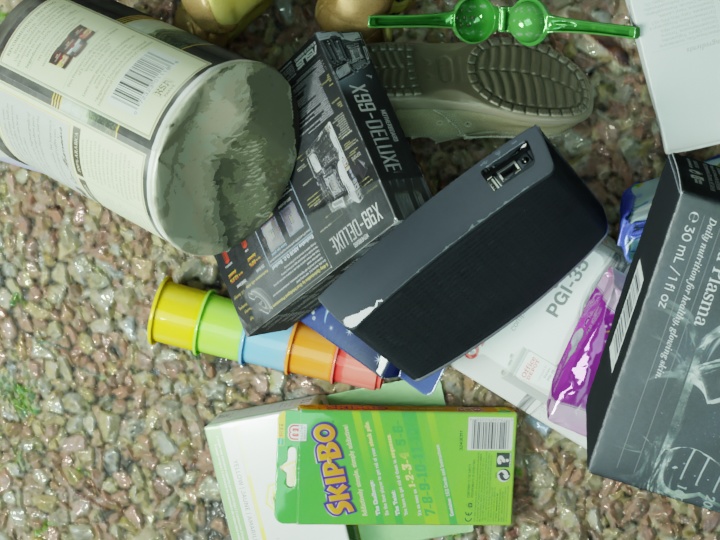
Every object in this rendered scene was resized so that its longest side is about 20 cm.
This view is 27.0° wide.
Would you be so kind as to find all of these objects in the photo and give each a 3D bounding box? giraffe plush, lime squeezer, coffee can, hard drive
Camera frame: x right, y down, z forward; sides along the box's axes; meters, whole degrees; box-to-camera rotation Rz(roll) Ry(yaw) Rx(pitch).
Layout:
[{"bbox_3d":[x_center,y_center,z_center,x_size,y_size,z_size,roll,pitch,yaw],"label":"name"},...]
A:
[{"bbox_3d":[-0.030,-0.236,1.156,0.161,0.173,0.201,29,69,-7],"label":"giraffe plush"},{"bbox_3d":[0.108,-0.190,1.125,0.198,0.071,0.038,4,89,6],"label":"lime squeezer"},{"bbox_3d":[-0.165,-0.114,1.112,0.199,0.146,0.147,27,105,34],"label":"coffee can"},{"bbox_3d":[0.081,-0.004,1.089,0.200,0.135,0.042,-38,49,10],"label":"hard drive"}]

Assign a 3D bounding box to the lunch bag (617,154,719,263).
[{"bbox_3d":[0.291,-0.021,1.113,0.198,0.170,0.129,10,104,7],"label":"lunch bag"}]

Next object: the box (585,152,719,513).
[{"bbox_3d":[0.269,0.053,0.986,0.195,0.124,0.201,16,108,3],"label":"box"}]

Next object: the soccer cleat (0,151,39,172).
[{"bbox_3d":[-0.253,-0.107,1.251,0.199,0.073,0.069,20,72,-11],"label":"soccer cleat"}]

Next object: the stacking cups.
[{"bbox_3d":[-0.075,0.058,1.249,0.198,0.061,0.061,15,102,3],"label":"stacking cups"}]

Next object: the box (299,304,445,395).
[{"bbox_3d":[0.000,0.000,1.196,0.199,0.032,0.122,32,105,27],"label":"box"}]

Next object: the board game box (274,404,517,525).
[{"bbox_3d":[0.028,0.160,1.233,0.198,0.030,0.096,1,97,-10],"label":"board game box"}]

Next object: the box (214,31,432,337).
[{"bbox_3d":[-0.045,-0.063,1.150,0.200,0.050,0.159,-38,70,41],"label":"box"}]

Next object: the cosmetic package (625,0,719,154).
[{"bbox_3d":[0.238,-0.194,1.128,0.073,0.102,0.202,-13,96,11],"label":"cosmetic package"}]

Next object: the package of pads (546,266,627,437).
[{"bbox_3d":[0.247,0.091,1.105,0.199,0.076,0.121,24,101,3],"label":"package of pads"}]

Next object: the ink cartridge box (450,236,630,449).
[{"bbox_3d":[0.182,0.054,1.189,0.199,0.083,0.147,31,104,3],"label":"ink cartridge box"}]

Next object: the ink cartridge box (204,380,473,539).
[{"bbox_3d":[-0.018,0.177,1.264,0.198,0.048,0.147,-11,97,14],"label":"ink cartridge box"}]

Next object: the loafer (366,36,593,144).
[{"bbox_3d":[0.083,-0.138,1.181,0.198,0.068,0.076,6,64,-5],"label":"loafer"}]
